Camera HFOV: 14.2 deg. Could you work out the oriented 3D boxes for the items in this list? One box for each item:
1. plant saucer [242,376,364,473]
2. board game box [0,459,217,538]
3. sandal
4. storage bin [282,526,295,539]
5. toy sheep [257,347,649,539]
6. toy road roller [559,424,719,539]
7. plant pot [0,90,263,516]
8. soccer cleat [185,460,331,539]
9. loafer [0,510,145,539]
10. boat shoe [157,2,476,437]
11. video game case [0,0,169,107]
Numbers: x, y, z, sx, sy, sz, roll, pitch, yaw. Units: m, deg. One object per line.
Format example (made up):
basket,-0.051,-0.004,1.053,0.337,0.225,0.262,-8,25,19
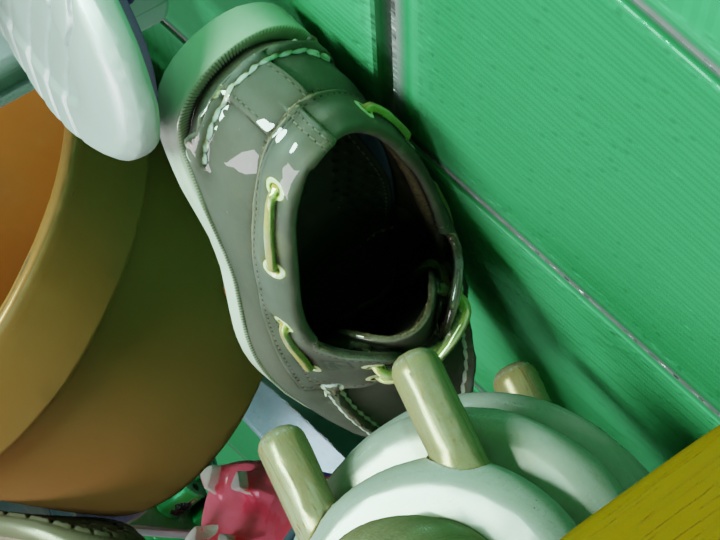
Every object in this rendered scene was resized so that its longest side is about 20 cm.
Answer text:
plant saucer,-0.003,0.082,1.335,0.201,0.039,0.201,42,171,8
board game box,-0.157,0.022,1.285,0.199,0.026,0.201,11,-132,-50
sandal,-0.100,-0.117,0.862,0.203,0.050,0.083,53,160,33
storage bin,-0.067,0.191,1.126,0.200,0.133,0.146,123,134,-59
toy sheep,0.039,0.097,0.866,0.138,0.138,0.200,40,-166,21
toy road roller,0.125,0.127,0.773,0.146,0.123,0.200,54,174,30
plant pot,-0.126,0.010,1.135,0.140,0.201,0.200,31,180,-36
soccer cleat,0.001,0.117,1.222,0.076,0.067,0.200,14,176,-33
loafer,-0.167,0.135,1.171,0.199,0.068,0.076,-8,169,37
boat shoe,-0.002,0.002,0.886,0.060,0.072,0.202,43,168,36
video game case,-0.193,-0.101,0.939,0.200,0.182,0.022,38,144,30
